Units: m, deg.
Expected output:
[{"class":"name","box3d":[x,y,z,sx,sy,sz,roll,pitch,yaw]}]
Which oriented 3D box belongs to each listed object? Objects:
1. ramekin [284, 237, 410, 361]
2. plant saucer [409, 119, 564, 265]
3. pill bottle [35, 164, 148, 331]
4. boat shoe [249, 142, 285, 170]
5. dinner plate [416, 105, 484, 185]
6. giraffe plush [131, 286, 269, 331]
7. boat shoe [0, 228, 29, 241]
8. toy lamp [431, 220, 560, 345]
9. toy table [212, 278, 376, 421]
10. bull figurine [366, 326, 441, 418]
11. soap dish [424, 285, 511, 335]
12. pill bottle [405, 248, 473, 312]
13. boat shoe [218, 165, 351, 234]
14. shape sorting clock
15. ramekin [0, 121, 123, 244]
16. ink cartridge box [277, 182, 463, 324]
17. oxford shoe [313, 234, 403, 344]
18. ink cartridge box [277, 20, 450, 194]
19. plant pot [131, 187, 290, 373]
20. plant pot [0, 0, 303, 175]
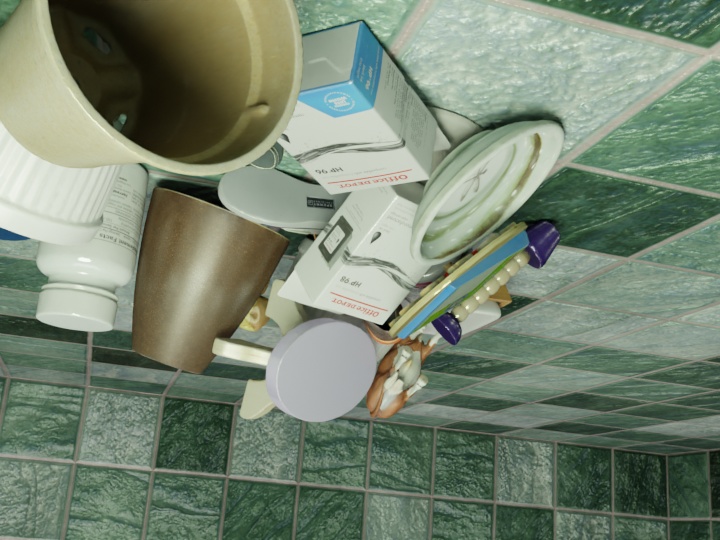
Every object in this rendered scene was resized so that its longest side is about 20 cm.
[{"class":"ramekin","box3d":[-0.024,0.049,1.260,0.200,0.105,0.200,32,177,2]},{"class":"plant saucer","box3d":[0.119,-0.090,0.903,0.200,0.050,0.200,-35,159,-15]},{"class":"pill bottle","box3d":[-0.325,-0.034,1.051,0.114,0.201,0.114,5,163,1]},{"class":"boat shoe","box3d":[-0.131,-0.139,0.893,0.073,0.062,0.200,0,162,14]},{"class":"dinner plate","box3d":[0.042,-0.127,0.957,0.199,0.024,0.200,5,163,2]},{"class":"giraffe plush","box3d":[-0.233,0.024,1.339,0.199,0.173,0.162,-6,-175,-1]},{"class":"boat shoe","box3d":[-0.452,-0.085,1.153,0.084,0.069,0.200,6,166,-36]},{"class":"toy lamp","box3d":[0.176,0.010,1.123,0.058,0.200,0.058,46,167,14]},{"class":"toy table","box3d":[-0.082,0.114,1.104,0.117,0.184,0.200,16,171,34]},{"class":"bull figurine","box3d":[0.066,0.132,1.285,0.065,0.200,0.121,33,131,-8]},{"class":"soap dish","box3d":[0.127,0.045,1.393,0.157,0.082,0.200,9,162,-15]},{"class":"pill bottle","box3d":[0.094,-0.011,1.164,0.113,0.114,0.200,0,162,14]},{"class":"boat shoe","box3d":[-0.080,-0.079,1.076,0.199,0.072,0.066,3,161,-22]},{"class":"shape sorting clock","box3d":[0.110,0.009,1.002,0.200,0.039,0.200,-34,169,-8]},{"class":"ramekin","box3d":[-0.306,-0.120,0.782,0.200,0.105,0.200,32,-172,-5]},{"class":"ink cartridge box","box3d":[0.009,-0.011,1.003,0.116,0.067,0.200,19,118,-41]},{"class":"oxford shoe","box3d":[0.000,0.000,1.125,0.071,0.200,0.073,-33,169,-2]},{"class":"ink cartridge box","box3d":[-0.004,-0.134,0.824,0.116,0.068,0.200,-5,153,29]},{"class":"plant pot","box3d":[-0.212,0.022,1.119,0.186,0.201,0.187,21,176,2]},{"class":"plant pot","box3d":[-0.175,-0.155,0.642,0.200,0.201,0.183,19,163,-39]}]
